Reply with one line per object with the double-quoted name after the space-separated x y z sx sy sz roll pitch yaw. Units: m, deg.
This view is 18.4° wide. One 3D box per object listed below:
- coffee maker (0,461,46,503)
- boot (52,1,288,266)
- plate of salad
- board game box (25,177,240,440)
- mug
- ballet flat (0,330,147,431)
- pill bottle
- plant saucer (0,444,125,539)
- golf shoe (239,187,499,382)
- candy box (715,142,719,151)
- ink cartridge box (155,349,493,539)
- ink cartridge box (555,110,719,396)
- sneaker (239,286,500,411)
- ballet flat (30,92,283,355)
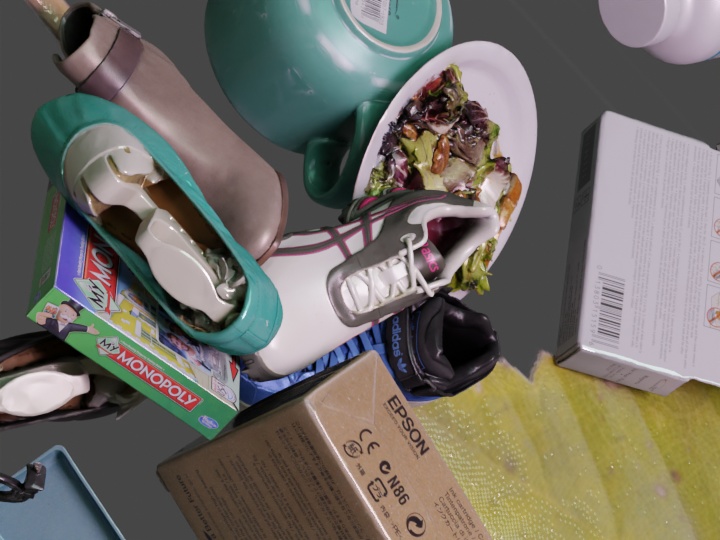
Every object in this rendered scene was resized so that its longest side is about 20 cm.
-0.263 0.018 1.236 0.192 0.135 0.200 23 59 -25 "coffee maker"
-0.125 -0.088 1.365 0.070 0.200 0.146 -44 118 2 "boot"
0.065 -0.055 1.503 0.200 0.048 0.200 -29 131 -40 "plate of salad"
-0.132 0.003 1.342 0.135 0.029 0.200 36 23 -22 "board game box"
-0.005 -0.154 1.505 0.152 0.114 0.185 -36 96 -39 "mug"
-0.168 0.064 1.331 0.200 0.068 0.068 -18 108 -38 "ballet flat"
0.278 -0.223 1.743 0.200 0.111 0.111 -14 82 -39 "pill bottle"
-0.146 0.202 1.294 0.070 0.019 0.200 -34 87 1 "plant saucer"
0.000 0.000 1.357 0.200 0.088 0.077 -38 112 -41 "golf shoe"
0.337 0.002 1.735 0.136 0.061 0.200 25 61 -27 "candy box"
-0.009 0.167 1.349 0.075 0.165 0.200 -35 96 -42 "ink cartridge box"
0.240 -0.003 1.650 0.173 0.044 0.200 17 63 -16 "ink cartridge box"
-0.001 0.049 1.434 0.200 0.111 0.077 7 69 -34 "sneaker"
-0.121 -0.033 1.280 0.067 0.070 0.200 -44 80 4 "ballet flat"
